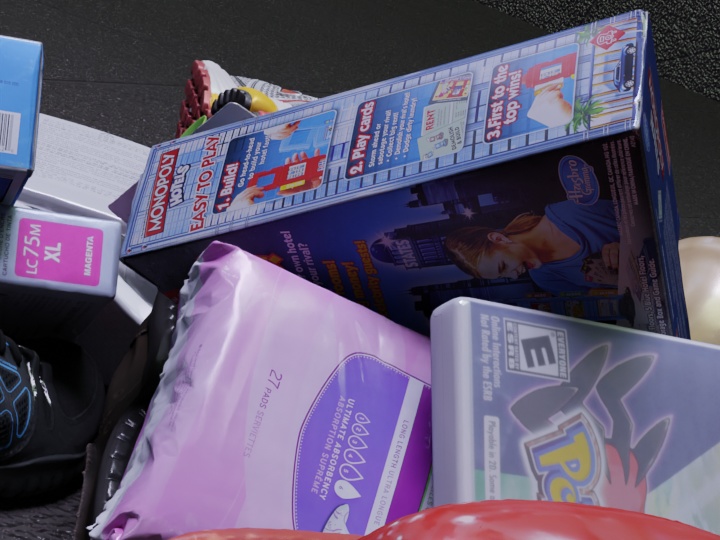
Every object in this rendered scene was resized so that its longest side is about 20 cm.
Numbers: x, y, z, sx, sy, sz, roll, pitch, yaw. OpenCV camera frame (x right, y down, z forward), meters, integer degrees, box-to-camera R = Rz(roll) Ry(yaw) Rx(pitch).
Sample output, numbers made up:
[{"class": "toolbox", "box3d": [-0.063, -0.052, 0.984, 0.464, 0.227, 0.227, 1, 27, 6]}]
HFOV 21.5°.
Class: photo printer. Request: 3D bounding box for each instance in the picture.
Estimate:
[{"class": "photo printer", "box3d": [-0.154, -0.029, 1.034, 0.165, 0.070, 0.200, 18, 14, -7]}]

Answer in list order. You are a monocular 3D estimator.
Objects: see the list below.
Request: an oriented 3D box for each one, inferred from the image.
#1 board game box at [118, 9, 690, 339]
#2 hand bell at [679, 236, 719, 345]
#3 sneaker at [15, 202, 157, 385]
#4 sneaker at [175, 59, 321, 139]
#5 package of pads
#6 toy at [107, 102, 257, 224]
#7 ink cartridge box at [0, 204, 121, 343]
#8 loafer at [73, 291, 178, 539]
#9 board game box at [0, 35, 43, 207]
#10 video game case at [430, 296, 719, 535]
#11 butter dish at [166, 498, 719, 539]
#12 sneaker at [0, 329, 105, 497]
[{"class": "board game box", "box3d": [0.021, 0.003, 0.720, 0.198, 0.201, 0.062, -2, 47, 15]}, {"class": "hand bell", "box3d": [0.121, 0.067, 0.858, 0.104, 0.105, 0.199, 26, 34, 26]}, {"class": "sneaker", "box3d": [-0.083, 0.010, 0.915, 0.199, 0.071, 0.099, 30, 48, 18]}, {"class": "sneaker", "box3d": [-0.045, -0.055, 0.944, 0.081, 0.079, 0.200, 9, 11, -20]}, {"class": "package of pads", "box3d": [0.011, 0.087, 0.666, 0.199, 0.121, 0.076, 25, -28, -12]}, {"class": "toy", "box3d": [0.000, 0.000, 0.817, 0.199, 0.115, 0.047, 36, 53, -18]}, {"class": "ink cartridge box", "box3d": [-0.209, -0.003, 0.796, 0.198, 0.042, 0.119, 6, -17, -19]}, {"class": "loafer", "box3d": [-0.075, 0.082, 0.753, 0.073, 0.072, 0.201, 30, 28, -12]}, {"class": "board game box", "box3d": [-0.248, -0.053, 0.804, 0.198, 0.057, 0.196, 8, -16, -18]}, {"class": "video game case", "box3d": [0.105, 0.119, 0.637, 0.181, 0.202, 0.023, 11, -23, -28]}, {"class": "butter dish", "box3d": [0.064, 0.132, 0.484, 0.198, 0.148, 0.201, 9, 49, -29]}, {"class": "sneaker", "box3d": [-0.154, 0.045, 0.747, 0.073, 0.083, 0.200, 20, 13, 18]}]
